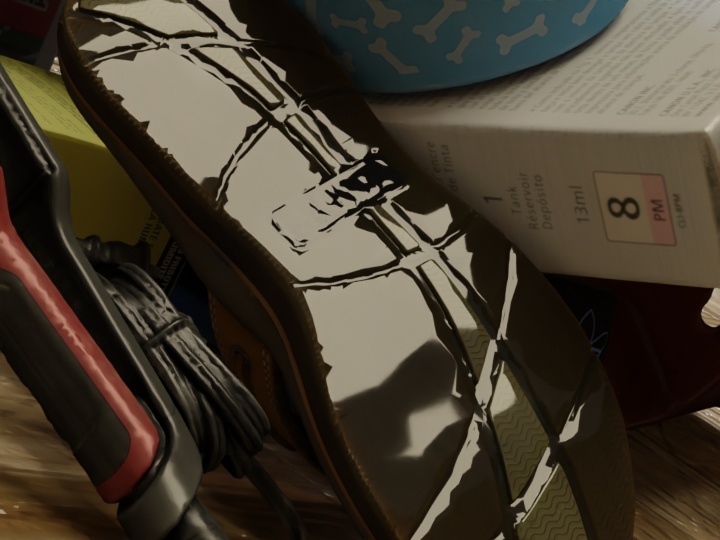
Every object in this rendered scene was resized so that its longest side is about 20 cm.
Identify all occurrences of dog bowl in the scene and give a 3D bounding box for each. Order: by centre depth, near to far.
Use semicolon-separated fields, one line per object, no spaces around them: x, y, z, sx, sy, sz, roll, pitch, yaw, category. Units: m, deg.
-0.001;-0.099;0.635;0.111;0.050;0.200;-26;29;-23;dog bowl

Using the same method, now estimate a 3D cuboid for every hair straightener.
-0.058;-0.001;0.517;0.200;0.041;0.077;47;22;19;hair straightener

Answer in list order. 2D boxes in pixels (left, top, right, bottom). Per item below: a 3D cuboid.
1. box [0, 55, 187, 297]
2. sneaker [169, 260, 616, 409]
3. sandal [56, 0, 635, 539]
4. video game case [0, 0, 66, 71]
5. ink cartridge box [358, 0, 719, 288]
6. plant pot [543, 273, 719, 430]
-0.133;-0.037;0.596;0.200;0.050;0.075;15;16;-48;box
0.000;0.000;0.656;0.070;0.078;0.200;16;15;-42;sneaker
-0.009;0.011;0.553;0.082;0.055;0.200;-30;72;-37;sandal
-0.151;-0.134;0.657;0.199;0.183;0.023;16;12;-42;video game case
0.049;-0.059;0.640;0.199;0.057;0.162;2;30;38;ink cartridge box
0.106;-0.034;0.807;0.200;0.202;0.195;30;19;21;plant pot
